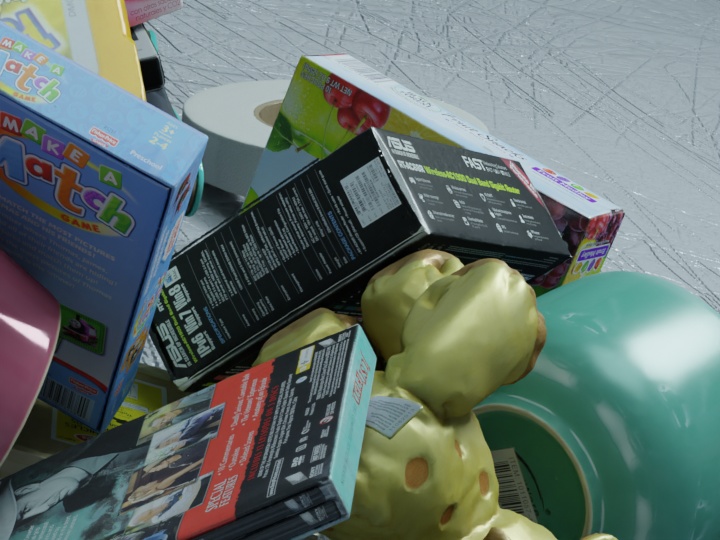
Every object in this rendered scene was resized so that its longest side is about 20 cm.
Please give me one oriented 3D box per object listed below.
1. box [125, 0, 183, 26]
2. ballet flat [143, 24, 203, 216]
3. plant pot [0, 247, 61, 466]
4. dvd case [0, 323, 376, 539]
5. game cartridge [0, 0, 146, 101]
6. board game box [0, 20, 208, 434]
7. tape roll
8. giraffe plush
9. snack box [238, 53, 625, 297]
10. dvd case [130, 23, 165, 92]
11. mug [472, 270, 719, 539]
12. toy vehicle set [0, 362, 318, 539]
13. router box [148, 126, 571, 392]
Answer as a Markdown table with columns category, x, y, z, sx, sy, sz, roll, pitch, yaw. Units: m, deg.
| category | x | y | z | sx | sy | sz | roll | pitch | yaw |
| --- | --- | --- | --- | --- | --- | --- | --- | --- | --- |
| box | -0.210 | -0.166 | 1.255 | 0.200 | 0.095 | 0.103 | -23 | 32 | -25 |
| ballet flat | -0.139 | -0.091 | 1.312 | 0.073 | 0.073 | 0.200 | 13 | 26 | -22 |
| plant pot | -0.227 | 0.023 | 0.925 | 0.179 | 0.200 | 0.200 | 32 | 17 | -19 |
| dvd case | -0.090 | 0.093 | 0.904 | 0.146 | 0.200 | 0.022 | -80 | 145 | -69 |
| game cartridge | -0.199 | -0.120 | 1.138 | 0.176 | 0.032 | 0.200 | -5 | 64 | -20 |
| board game box | -0.154 | -0.025 | 0.995 | 0.151 | 0.200 | 0.037 | 29 | 55 | 4 |
| tape roll | -0.017 | -0.082 | 1.499 | 0.203 | 0.037 | 0.203 | 4 | 18 | -1 |
| giraffe plush | 0.032 | 0.105 | 1.000 | 0.162 | 0.172 | 0.200 | 58 | 1 | -17 |
| snack box | 0.031 | -0.016 | 1.305 | 0.200 | 0.142 | 0.053 | 31 | 22 | 25 |
| dvd case | -0.203 | -0.134 | 1.320 | 0.150 | 0.025 | 0.200 | -13 | 30 | -10 |
| mug | 0.118 | 0.096 | 1.107 | 0.185 | 0.152 | 0.114 | 36 | 36 | 26 |
| toy vehicle set | -0.120 | 0.078 | 1.093 | 0.200 | 0.027 | 0.124 | 17 | 21 | -12 |
| router box | 0.000 | 0.000 | 1.165 | 0.062 | 0.150 | 0.200 | 62 | 20 | 15 |
